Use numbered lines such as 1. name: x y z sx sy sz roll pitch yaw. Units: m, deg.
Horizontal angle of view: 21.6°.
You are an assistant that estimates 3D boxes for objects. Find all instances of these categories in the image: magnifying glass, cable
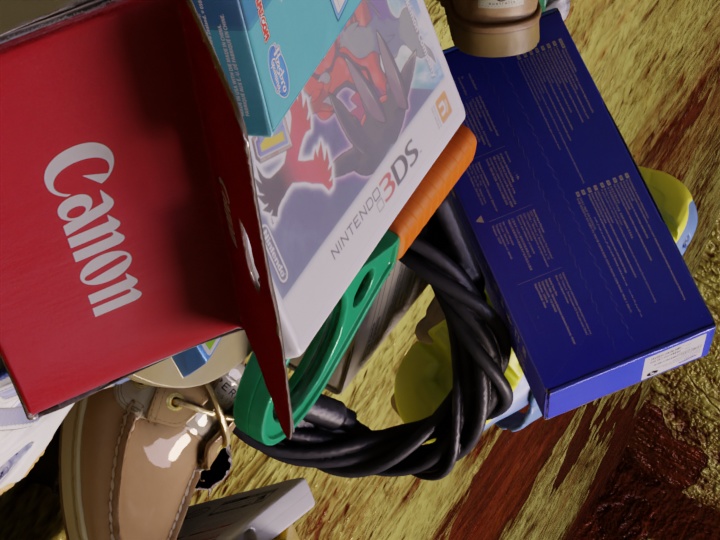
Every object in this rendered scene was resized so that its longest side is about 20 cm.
1. magnifying glass: 0.000 0.000 0.866 0.200 0.022 0.080 -51 161 -37
2. cable: -0.009 0.036 0.968 0.051 0.162 0.201 -104 171 -63

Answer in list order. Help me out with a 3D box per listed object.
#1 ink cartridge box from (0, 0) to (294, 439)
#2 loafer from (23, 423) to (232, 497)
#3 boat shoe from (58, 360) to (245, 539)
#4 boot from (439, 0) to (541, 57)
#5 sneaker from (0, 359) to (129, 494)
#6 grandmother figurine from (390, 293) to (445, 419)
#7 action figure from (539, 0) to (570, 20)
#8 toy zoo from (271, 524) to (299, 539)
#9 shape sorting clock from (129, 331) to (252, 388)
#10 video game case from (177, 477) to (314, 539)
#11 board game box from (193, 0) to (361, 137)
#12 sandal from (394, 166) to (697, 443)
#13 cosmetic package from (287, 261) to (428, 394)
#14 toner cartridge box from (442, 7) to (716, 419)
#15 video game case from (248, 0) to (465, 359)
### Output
1. ink cartridge box: -0.091 -0.045 0.546 0.083 0.176 0.200 -22 154 -9
2. loafer: -0.108 0.079 0.923 0.073 0.071 0.200 -64 165 5
3. boat shoe: -0.082 0.046 0.845 0.074 0.066 0.202 47 45 -52
4. boot: 0.067 -0.234 0.980 0.175 0.066 0.202 -110 -163 -60
5. sneaker: -0.119 0.007 0.761 0.200 0.075 0.089 -53 162 -37
6. grandmother figurine: 0.073 0.002 1.104 0.122 0.060 0.201 -61 171 -49
7. action figure: 0.111 -0.200 1.096 0.118 0.054 0.202 -118 -144 -60
8. toy zoo: -0.105 0.169 0.895 0.199 0.021 0.131 -21 -173 15
9. shape sorting clock: -0.074 -0.054 0.760 0.199 0.039 0.202 7 82 -57
10. video game case: -0.127 0.158 0.889 0.142 0.018 0.200 -18 -172 35
11. board game box: -0.028 -0.169 0.687 0.201 0.047 0.152 -60 147 -44
12. sandal: 0.108 0.022 1.053 0.200 0.080 0.087 -42 150 12
13. cosmetic package: 0.008 -0.037 1.092 0.200 0.087 0.104 -49 161 -46
14. toner cartridge box: 0.100 -0.032 0.986 0.094 0.201 0.043 -20 157 -6
15. video game case: -0.028 -0.098 0.778 0.183 0.023 0.201 -55 132 -43
